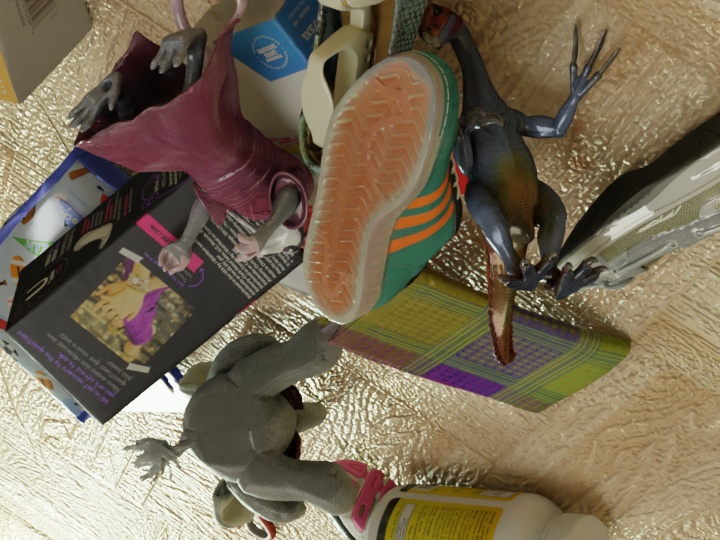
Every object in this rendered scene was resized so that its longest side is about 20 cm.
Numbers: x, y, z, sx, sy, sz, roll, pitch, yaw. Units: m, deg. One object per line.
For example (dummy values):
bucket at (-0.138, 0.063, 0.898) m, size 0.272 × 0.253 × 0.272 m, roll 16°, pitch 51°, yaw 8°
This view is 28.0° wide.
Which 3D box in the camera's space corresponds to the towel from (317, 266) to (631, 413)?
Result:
towel at (0.082, 0.050, 1.070) m, size 0.199 × 0.023 × 0.144 m, roll 20°, pitch 150°, yaw -18°

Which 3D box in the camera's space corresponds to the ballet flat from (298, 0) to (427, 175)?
ballet flat at (-0.002, -0.145, 0.853) m, size 0.074 × 0.074 × 0.201 m, roll 15°, pitch 116°, yaw 23°

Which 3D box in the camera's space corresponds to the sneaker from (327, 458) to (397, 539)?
sneaker at (0.014, 0.257, 1.373) m, size 0.087 × 0.074 × 0.200 m, roll -18°, pitch 126°, yaw 40°

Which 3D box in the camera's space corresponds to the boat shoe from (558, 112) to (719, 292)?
boat shoe at (0.191, -0.031, 0.900) m, size 0.065 × 0.074 × 0.202 m, roll 43°, pitch 137°, yaw -7°

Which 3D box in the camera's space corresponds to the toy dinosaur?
toy dinosaur at (0.072, -0.066, 0.887) m, size 0.200 × 0.105 × 0.182 m, roll -53°, pitch 54°, yaw 40°

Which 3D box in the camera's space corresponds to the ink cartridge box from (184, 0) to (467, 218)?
ink cartridge box at (-0.023, -0.100, 0.985) m, size 0.116 × 0.067 × 0.200 m, roll -11°, pitch 126°, yaw 45°

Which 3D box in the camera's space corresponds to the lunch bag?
lunch bag at (-0.218, 0.000, 1.202) m, size 0.170 × 0.124 × 0.200 m, roll 42°, pitch 130°, yaw -9°

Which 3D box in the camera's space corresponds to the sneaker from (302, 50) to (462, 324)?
sneaker at (0.024, -0.055, 0.849) m, size 0.071 × 0.080 × 0.200 m, roll 47°, pitch 141°, yaw 22°

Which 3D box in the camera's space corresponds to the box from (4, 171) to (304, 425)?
box at (-0.150, -0.003, 1.067) m, size 0.200 × 0.122 × 0.106 m, roll -38°, pitch 111°, yaw 9°

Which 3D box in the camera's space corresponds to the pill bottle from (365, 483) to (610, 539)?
pill bottle at (0.111, 0.247, 1.254) m, size 0.200 × 0.113 × 0.113 m, roll -2°, pitch 132°, yaw 39°

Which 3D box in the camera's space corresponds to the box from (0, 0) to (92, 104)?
box at (-0.314, -0.216, 1.045) m, size 0.199 × 0.098 × 0.125 m, roll 16°, pitch 142°, yaw 23°

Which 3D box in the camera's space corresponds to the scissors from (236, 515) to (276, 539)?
scissors at (-0.116, 0.225, 1.487) m, size 0.073 × 0.014 × 0.200 m, roll 26°, pitch 146°, yaw 13°

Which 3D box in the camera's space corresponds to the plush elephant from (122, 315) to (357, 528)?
plush elephant at (-0.092, 0.140, 1.267) m, size 0.199 × 0.155 × 0.165 m, roll -13°, pitch 87°, yaw 7°

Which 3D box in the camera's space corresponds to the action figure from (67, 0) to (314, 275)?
action figure at (-0.088, -0.077, 0.939) m, size 0.134 × 0.149 × 0.200 m, roll 4°, pitch 155°, yaw 44°

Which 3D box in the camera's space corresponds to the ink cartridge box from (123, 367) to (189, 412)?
ink cartridge box at (-0.237, 0.093, 1.404) m, size 0.200 × 0.039 × 0.100 m, roll -2°, pitch 132°, yaw 41°

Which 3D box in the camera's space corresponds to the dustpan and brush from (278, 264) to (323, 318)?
dustpan and brush at (0.000, 0.000, 1.071) m, size 0.139 × 0.057 × 0.200 m, roll 22°, pitch 145°, yaw -6°
